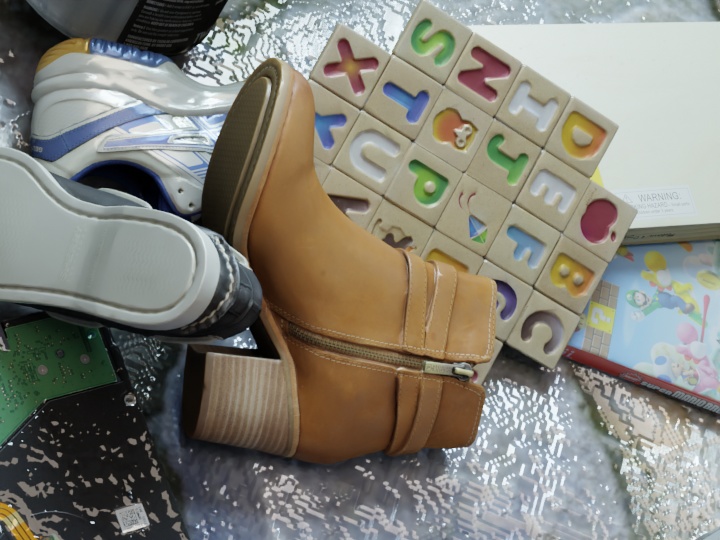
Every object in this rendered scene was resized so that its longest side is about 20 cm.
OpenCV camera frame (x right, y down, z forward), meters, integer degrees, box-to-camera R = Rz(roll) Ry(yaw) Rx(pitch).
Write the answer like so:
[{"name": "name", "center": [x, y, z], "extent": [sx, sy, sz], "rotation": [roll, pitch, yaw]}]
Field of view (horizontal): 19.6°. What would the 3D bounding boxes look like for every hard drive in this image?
[{"name": "hard drive", "center": [-0.156, 0.122, 0.980], "extent": [0.140, 0.038, 0.200], "rotation": [-15, 72, -27]}]

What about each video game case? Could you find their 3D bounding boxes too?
[{"name": "video game case", "center": [0.197, 0.011, 1.188], "extent": [0.200, 0.017, 0.143], "rotation": [21, 60, -11]}]

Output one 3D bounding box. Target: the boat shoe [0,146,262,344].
[{"name": "boat shoe", "center": [-0.134, -0.010, 1.003], "extent": [0.060, 0.200, 0.074], "rotation": [29, 76, -55]}]

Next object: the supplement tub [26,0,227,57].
[{"name": "supplement tub", "center": [-0.093, -0.215, 1.063], "extent": [0.122, 0.200, 0.123], "rotation": [21, 39, -18]}]

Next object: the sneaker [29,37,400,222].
[{"name": "sneaker", "center": [-0.076, -0.057, 1.092], "extent": [0.200, 0.075, 0.088], "rotation": [10, 77, -13]}]

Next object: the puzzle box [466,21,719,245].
[{"name": "puzzle box", "center": [0.139, -0.078, 1.184], "extent": [0.200, 0.025, 0.133], "rotation": [-3, 67, -23]}]

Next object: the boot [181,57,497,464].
[{"name": "boot", "center": [0.000, 0.000, 1.040], "extent": [0.155, 0.077, 0.200], "rotation": [5, 95, -19]}]

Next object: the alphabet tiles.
[{"name": "alphabet tiles", "center": [0.046, -0.037, 1.097], "extent": [0.200, 0.006, 0.167], "rotation": [30, 85, -20]}]

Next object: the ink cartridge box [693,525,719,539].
[{"name": "ink cartridge box", "center": [0.168, 0.217, 1.000], "extent": [0.084, 0.144, 0.200], "rotation": [37, 58, -3]}]
